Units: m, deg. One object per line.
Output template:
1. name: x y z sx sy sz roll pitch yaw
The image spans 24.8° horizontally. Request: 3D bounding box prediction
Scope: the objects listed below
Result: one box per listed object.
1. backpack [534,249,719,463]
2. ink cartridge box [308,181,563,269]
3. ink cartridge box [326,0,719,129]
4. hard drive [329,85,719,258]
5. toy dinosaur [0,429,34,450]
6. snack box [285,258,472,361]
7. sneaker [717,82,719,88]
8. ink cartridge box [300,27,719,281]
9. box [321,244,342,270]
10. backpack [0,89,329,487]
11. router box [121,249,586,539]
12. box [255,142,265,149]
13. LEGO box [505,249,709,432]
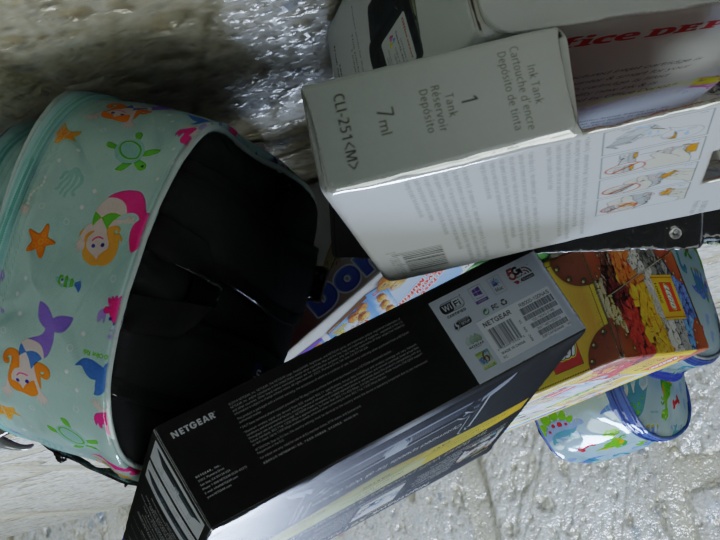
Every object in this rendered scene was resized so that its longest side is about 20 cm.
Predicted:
1. backpack: 0.190 0.039 1.251 0.146 0.202 0.183 -19 167 28
2. ink cartridge box: 0.059 -0.020 1.097 0.146 0.084 0.200 -16 169 13
3. ink cartridge box: 0.079 -0.107 0.668 0.145 0.083 0.200 -10 169 -14
4. hard drive: 0.087 -0.053 0.809 0.198 0.038 0.140 -1 -154 5
5. toy dinosaur: -0.261 0.054 0.844 0.199 0.077 0.102 30 160 -9
6. snack box: 0.019 0.003 0.911 0.200 0.024 0.072 -41 153 -2
7. sneaker: 0.217 -0.110 0.857 0.080 0.075 0.200 -11 170 -11
8. ink cartridge box: 0.078 -0.047 0.634 0.172 0.044 0.200 -13 170 5
9. box: 0.000 0.000 0.965 0.038 0.042 0.201 14 129 -13
10. backpack: -0.110 0.008 0.772 0.149 0.179 0.200 16 174 12
11. router box: -0.008 0.079 0.763 0.199 0.052 0.157 -25 162 -24
12. box: -0.135 0.012 0.984 0.175 0.097 0.200 -12 169 -9
13. LEGO box: 0.110 0.057 1.106 0.199 0.078 0.149 -26 166 30
